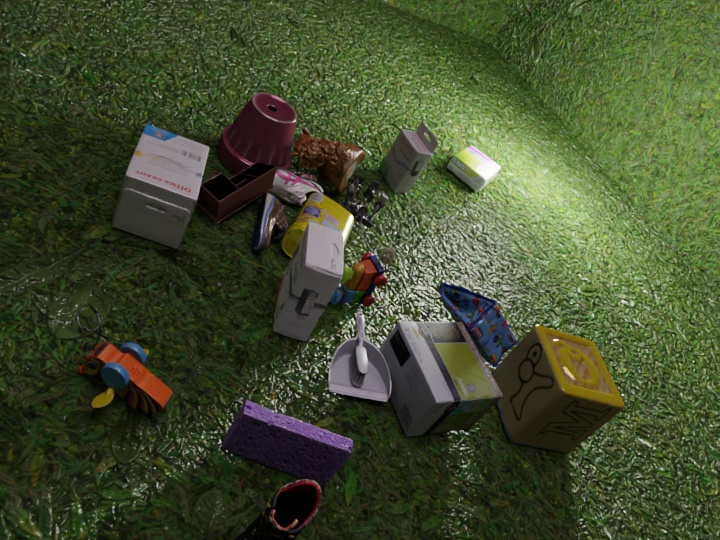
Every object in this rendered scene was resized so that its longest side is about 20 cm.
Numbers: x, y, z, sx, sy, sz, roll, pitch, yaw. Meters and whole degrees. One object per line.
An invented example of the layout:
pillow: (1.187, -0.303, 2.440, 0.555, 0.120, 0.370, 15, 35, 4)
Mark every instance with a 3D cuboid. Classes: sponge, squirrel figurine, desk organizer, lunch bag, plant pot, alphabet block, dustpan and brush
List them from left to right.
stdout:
desk organizer: (-0.291, -0.201, 1.448, 0.072, 0.077, 0.200, 41, 52, 10)
plant pot: (-0.257, -0.356, 1.606, 0.197, 0.180, 0.202, 21, 38, -18)
sponge: (-0.124, 0.295, 1.027, 0.197, 0.112, 0.030, 24, 34, -14)
squirrel figurine: (-0.107, -0.328, 1.695, 0.185, 0.143, 0.200, 32, 2, 9)
dustpan and brush: (-0.002, 0.173, 1.298, 0.137, 0.058, 0.202, 13, 36, -15)
lunch bag: (0.264, 0.119, 1.482, 0.151, 0.094, 0.199, 54, -12, -33)
alphabet block: (0.447, 0.278, 1.415, 0.194, 0.201, 0.197, 15, 40, -24)

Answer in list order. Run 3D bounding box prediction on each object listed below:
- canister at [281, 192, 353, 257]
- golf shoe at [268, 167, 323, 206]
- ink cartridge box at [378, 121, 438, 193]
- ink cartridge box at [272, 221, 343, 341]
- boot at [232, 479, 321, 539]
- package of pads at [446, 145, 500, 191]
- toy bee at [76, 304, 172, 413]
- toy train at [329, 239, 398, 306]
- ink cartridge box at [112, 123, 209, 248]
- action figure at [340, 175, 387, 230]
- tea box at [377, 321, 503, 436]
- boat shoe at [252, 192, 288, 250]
canister: (-0.099, -0.095, 1.509, 0.147, 0.087, 0.201, 33, 34, -10)
golf shoe: (-0.180, -0.214, 1.594, 0.197, 0.073, 0.093, 1, 47, -36)
ink cartridge box: (0.148, -0.356, 1.903, 0.066, 0.201, 0.118, -1, 48, -38)
ink cartridge box: (-0.110, 0.024, 1.270, 0.084, 0.201, 0.147, 19, 38, -17)
boot: (-0.144, 0.389, 0.871, 0.073, 0.151, 0.199, 47, 38, 19)
package of pads: (0.423, -0.378, 2.256, 0.154, 0.069, 0.200, 40, 37, 11)
toy bee: (-0.403, 0.155, 0.997, 0.130, 0.108, 0.203, -26, 91, -59)
toy train: (0.000, 0.000, 1.388, 0.114, 0.201, 0.085, -7, 51, -36)
ink cartridge box: (-0.425, -0.181, 1.304, 0.145, 0.145, 0.202, 19, 38, -19)
action figure: (0.006, -0.199, 1.701, 0.117, 0.103, 0.201, 25, 34, -14)
tea box: (0.162, 0.227, 1.308, 0.194, 0.134, 0.202, 4, 46, -33)
boat shoe: (-0.210, -0.114, 1.458, 0.071, 0.073, 0.202, 22, 38, -18)
